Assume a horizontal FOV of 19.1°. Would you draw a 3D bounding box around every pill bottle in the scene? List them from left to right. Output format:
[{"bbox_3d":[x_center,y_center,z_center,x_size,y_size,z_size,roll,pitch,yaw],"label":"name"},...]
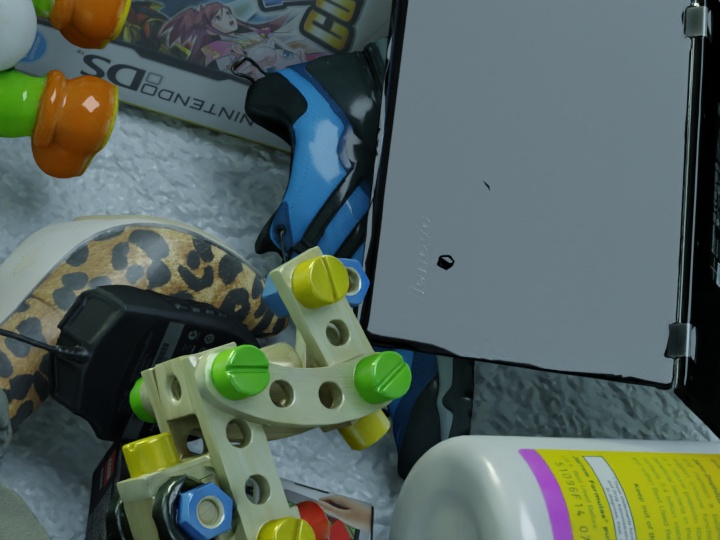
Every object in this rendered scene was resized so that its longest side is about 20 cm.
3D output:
[{"bbox_3d":[0.118,0.121,0.872,0.200,0.104,0.104,4,54,-29],"label":"pill bottle"}]

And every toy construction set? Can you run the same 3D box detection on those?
[{"bbox_3d":[-0.015,0.095,0.760,0.131,0.092,0.200,-18,75,-37],"label":"toy construction set"}]

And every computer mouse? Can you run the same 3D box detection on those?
[{"bbox_3d":[-0.119,0.024,0.779,0.200,0.059,0.034,15,17,-40],"label":"computer mouse"}]

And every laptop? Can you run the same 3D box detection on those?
[{"bbox_3d":[0.101,-0.025,0.931,0.200,0.116,0.187,40,51,-55],"label":"laptop"}]

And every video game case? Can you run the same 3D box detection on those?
[{"bbox_3d":[-0.055,-0.150,0.918,0.181,0.200,0.026,16,34,-20],"label":"video game case"}]

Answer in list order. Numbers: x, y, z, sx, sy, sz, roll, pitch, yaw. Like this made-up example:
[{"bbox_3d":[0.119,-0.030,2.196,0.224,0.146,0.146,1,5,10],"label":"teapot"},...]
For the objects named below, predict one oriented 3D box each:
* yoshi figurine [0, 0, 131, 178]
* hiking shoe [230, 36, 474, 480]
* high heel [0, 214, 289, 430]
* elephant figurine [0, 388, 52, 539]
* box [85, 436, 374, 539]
[{"bbox_3d":[-0.200,-0.099,0.859,0.200,0.112,0.112,12,33,-21],"label":"yoshi figurine"},{"bbox_3d":[0.000,0.000,0.924,0.087,0.074,0.200,-9,74,0],"label":"hiking shoe"},{"bbox_3d":[-0.114,0.045,0.844,0.200,0.071,0.143,19,74,-40],"label":"high heel"},{"bbox_3d":[-0.140,0.109,0.660,0.155,0.142,0.200,-3,32,-32],"label":"elephant figurine"},{"bbox_3d":[-0.053,0.162,0.783,0.110,0.035,0.200,18,48,-18],"label":"box"}]
